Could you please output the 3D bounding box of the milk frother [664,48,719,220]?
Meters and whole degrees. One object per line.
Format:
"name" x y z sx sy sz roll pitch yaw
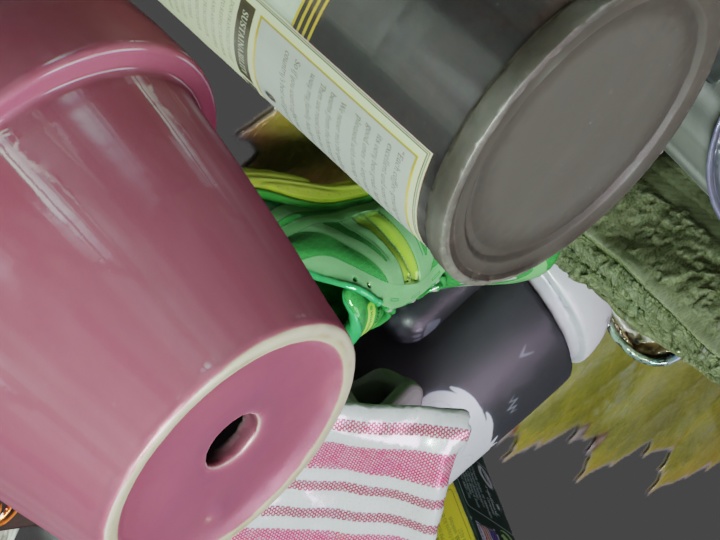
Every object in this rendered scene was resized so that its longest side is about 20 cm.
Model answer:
"milk frother" 0.123 -0.082 1.318 0.180 0.188 0.200 22 109 -35

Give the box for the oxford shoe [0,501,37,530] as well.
"oxford shoe" -0.171 0.097 1.195 0.200 0.073 0.071 4 127 -40

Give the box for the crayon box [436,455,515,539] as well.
"crayon box" -0.010 0.176 1.529 0.200 0.127 0.051 -39 131 17

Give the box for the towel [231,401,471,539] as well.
"towel" -0.036 0.144 1.310 0.146 0.030 0.200 2 121 -20

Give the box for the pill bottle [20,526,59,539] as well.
"pill bottle" -0.108 0.167 1.418 0.200 0.112 0.112 -11 138 -50

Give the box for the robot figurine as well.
"robot figurine" 0.035 0.034 1.442 0.200 0.150 0.125 -40 116 -14

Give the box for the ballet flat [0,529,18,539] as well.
"ballet flat" -0.200 0.127 1.264 0.200 0.063 0.069 -25 149 -40

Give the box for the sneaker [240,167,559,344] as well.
"sneaker" 0.000 0.000 1.299 0.200 0.084 0.074 -2 151 -21

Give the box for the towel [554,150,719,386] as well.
"towel" 0.190 -0.009 1.320 0.148 0.200 0.036 -29 130 -18

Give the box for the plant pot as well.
"plant pot" -0.107 0.014 1.101 0.200 0.179 0.200 -36 153 -22

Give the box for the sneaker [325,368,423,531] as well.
"sneaker" -0.061 0.055 1.322 0.200 0.078 0.099 16 99 -28

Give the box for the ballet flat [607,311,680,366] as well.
"ballet flat" 0.144 -0.028 1.476 0.074 0.074 0.200 -39 135 -18

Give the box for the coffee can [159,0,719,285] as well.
"coffee can" 0.017 -0.112 1.082 0.146 0.200 0.146 -38 155 -21
